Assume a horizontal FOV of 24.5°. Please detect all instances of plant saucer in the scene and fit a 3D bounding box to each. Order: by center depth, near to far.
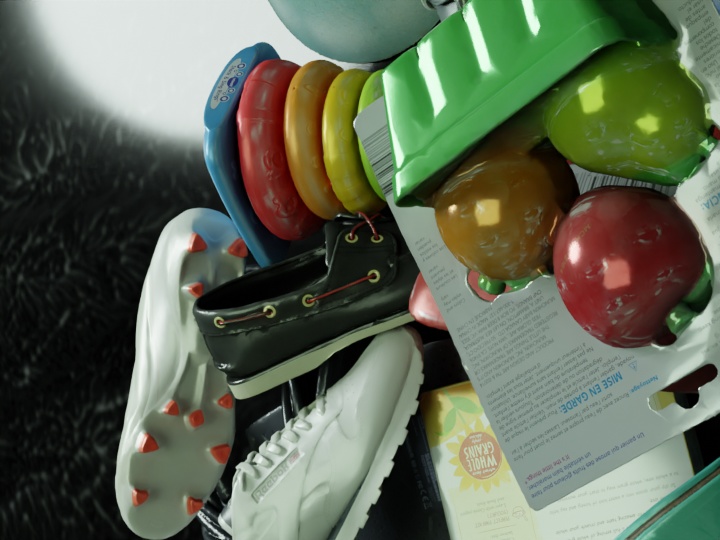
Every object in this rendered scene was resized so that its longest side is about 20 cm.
[{"bbox_3d":[-0.013,-0.228,1.008,0.200,0.038,0.204,6,99,43],"label":"plant saucer"}]

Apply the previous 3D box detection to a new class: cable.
[{"bbox_3d":[-0.072,0.098,1.035,0.162,0.050,0.202,11,95,47],"label":"cable"}]

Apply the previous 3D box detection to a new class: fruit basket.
[{"bbox_3d":[0.099,-0.027,0.696,0.185,0.093,0.201,-36,76,36],"label":"fruit basket"}]

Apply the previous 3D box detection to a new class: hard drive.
[{"bbox_3d":[0.019,0.126,1.013,0.199,0.042,0.136,-26,76,41],"label":"hard drive"}]

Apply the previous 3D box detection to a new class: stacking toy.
[{"bbox_3d":[0.017,-0.077,0.963,0.198,0.117,0.110,-4,132,26],"label":"stacking toy"}]

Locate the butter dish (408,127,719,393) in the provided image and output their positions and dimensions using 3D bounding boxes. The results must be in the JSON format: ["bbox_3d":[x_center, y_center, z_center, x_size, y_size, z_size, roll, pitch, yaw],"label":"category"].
[{"bbox_3d":[0.156,-0.012,0.813,0.199,0.148,0.200,4,53,40],"label":"butter dish"}]

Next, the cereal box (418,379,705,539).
[{"bbox_3d":[0.122,0.147,0.892,0.143,0.039,0.202,-15,84,21],"label":"cereal box"}]

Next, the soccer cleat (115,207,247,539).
[{"bbox_3d":[-0.110,0.062,1.015,0.077,0.069,0.202,5,84,65],"label":"soccer cleat"}]

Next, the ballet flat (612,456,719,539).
[{"bbox_3d":[0.198,0.101,0.777,0.200,0.067,0.070,-42,70,-4],"label":"ballet flat"}]

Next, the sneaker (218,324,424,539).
[{"bbox_3d":[-0.028,0.115,0.930,0.080,0.076,0.201,27,94,3],"label":"sneaker"}]

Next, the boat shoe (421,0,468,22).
[{"bbox_3d":[0.051,-0.164,0.907,0.073,0.061,0.202,109,162,-76],"label":"boat shoe"}]

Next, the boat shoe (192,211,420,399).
[{"bbox_3d":[0.000,0.001,0.934,0.200,0.074,0.063,-26,107,9],"label":"boat shoe"}]

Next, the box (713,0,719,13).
[{"bbox_3d":[0.168,-0.155,0.774,0.121,0.048,0.202,4,63,42],"label":"box"}]
